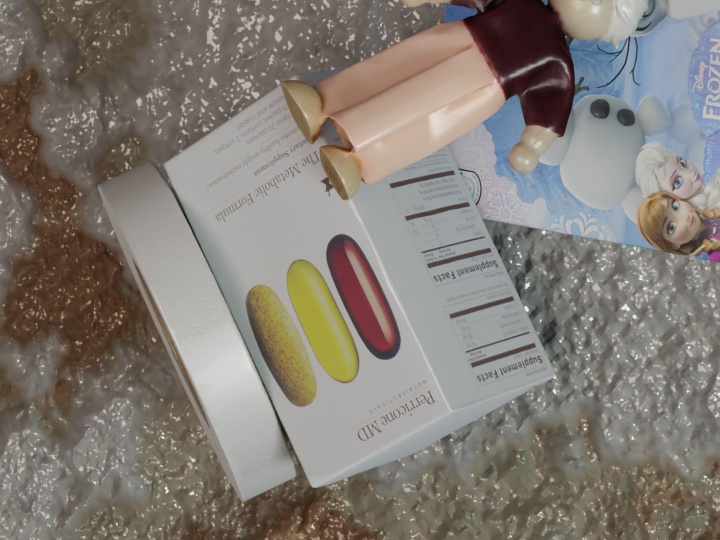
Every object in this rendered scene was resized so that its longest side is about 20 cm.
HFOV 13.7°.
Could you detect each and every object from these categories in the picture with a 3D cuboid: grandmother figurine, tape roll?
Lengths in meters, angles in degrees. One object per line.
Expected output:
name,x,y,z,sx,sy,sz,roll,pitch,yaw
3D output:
grandmother figurine,0.066,-0.108,1.574,0.200,0.061,0.122,-30,92,-7
tape roll,-0.093,0.035,1.712,0.037,0.203,0.203,-25,87,-6

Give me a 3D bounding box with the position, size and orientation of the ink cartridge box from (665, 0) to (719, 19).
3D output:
ink cartridge box,0.187,-0.212,1.420,0.115,0.200,0.067,-13,59,0

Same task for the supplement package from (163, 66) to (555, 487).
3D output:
supplement package,0.000,0.000,1.653,0.114,0.109,0.201,-32,80,35

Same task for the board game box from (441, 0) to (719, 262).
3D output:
board game box,0.140,-0.117,1.638,0.198,0.043,0.201,11,105,27
